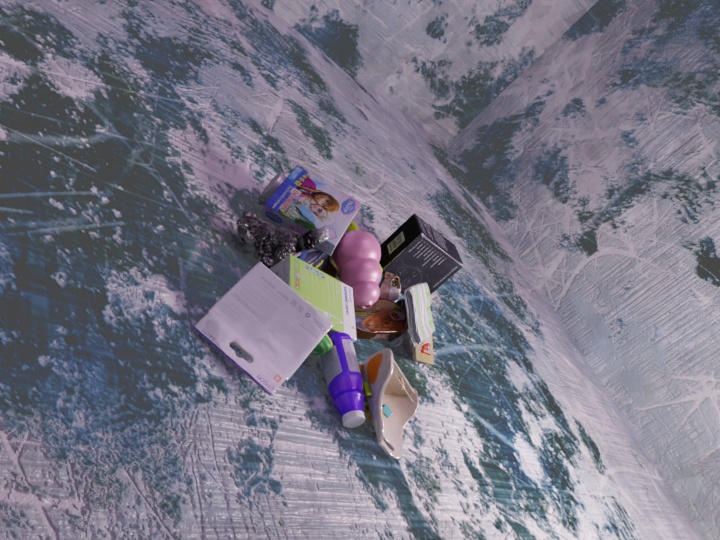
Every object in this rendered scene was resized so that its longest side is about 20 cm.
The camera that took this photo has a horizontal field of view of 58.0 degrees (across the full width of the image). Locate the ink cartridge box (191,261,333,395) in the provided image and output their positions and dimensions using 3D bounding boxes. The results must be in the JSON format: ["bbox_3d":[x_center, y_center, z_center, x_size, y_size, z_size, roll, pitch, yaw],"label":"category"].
[{"bbox_3d":[-0.185,0.112,1.244,0.199,0.041,0.200,41,55,3],"label":"ink cartridge box"}]

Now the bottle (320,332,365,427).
[{"bbox_3d":[-0.035,0.229,1.362,0.065,0.084,0.201,8,45,-28],"label":"bottle"}]

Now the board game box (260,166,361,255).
[{"bbox_3d":[-0.119,-0.154,1.626,0.199,0.041,0.200,29,43,-2],"label":"board game box"}]

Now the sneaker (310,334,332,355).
[{"bbox_3d":[-0.151,0.140,1.326,0.199,0.074,0.084,24,39,-24],"label":"sneaker"}]

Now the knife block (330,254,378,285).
[{"bbox_3d":[-0.028,-0.019,1.809,0.175,0.064,0.200,33,26,-34],"label":"knife block"}]

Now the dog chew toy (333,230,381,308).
[{"bbox_3d":[0.000,0.000,1.648,0.124,0.124,0.201,21,50,-48],"label":"dog chew toy"}]

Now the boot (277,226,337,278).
[{"bbox_3d":[-0.123,-0.061,1.688,0.200,0.075,0.074,47,24,-5],"label":"boot"}]

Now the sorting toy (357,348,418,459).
[{"bbox_3d":[0.054,0.299,1.386,0.200,0.106,0.181,59,21,-48],"label":"sorting toy"}]

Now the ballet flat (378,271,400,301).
[{"bbox_3d":[0.082,0.054,1.867,0.067,0.068,0.200,16,25,4],"label":"ballet flat"}]

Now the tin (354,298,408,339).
[{"bbox_3d":[0.035,0.122,1.662,0.199,0.042,0.112,4,50,-35],"label":"tin"}]

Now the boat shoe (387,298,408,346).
[{"bbox_3d":[0.094,0.128,1.793,0.068,0.072,0.200,43,30,-14],"label":"boat shoe"}]

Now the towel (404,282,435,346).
[{"bbox_3d":[0.162,0.110,1.719,0.200,0.031,0.150,-14,97,-70],"label":"towel"}]

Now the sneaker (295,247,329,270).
[{"bbox_3d":[-0.130,-0.034,1.597,0.082,0.074,0.200,25,31,17],"label":"sneaker"}]

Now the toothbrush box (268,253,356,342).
[{"bbox_3d":[-0.109,0.078,1.445,0.200,0.086,0.146,28,41,-37],"label":"toothbrush box"}]

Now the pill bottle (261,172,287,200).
[{"bbox_3d":[-0.164,-0.167,1.744,0.200,0.109,0.109,41,23,-18],"label":"pill bottle"}]

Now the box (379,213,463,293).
[{"bbox_3d":[0.174,-0.033,2.018,0.196,0.200,0.124,35,25,-29],"label":"box"}]

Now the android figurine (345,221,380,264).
[{"bbox_3d":[0.010,-0.058,1.906,0.182,0.041,0.200,57,4,-32],"label":"android figurine"}]

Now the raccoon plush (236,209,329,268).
[{"bbox_3d":[-0.187,-0.097,1.492,0.134,0.199,0.097,63,0,-18],"label":"raccoon plush"}]

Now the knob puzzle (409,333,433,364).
[{"bbox_3d":[0.159,0.152,1.782,0.219,0.030,0.221,-7,90,-69],"label":"knob puzzle"}]
